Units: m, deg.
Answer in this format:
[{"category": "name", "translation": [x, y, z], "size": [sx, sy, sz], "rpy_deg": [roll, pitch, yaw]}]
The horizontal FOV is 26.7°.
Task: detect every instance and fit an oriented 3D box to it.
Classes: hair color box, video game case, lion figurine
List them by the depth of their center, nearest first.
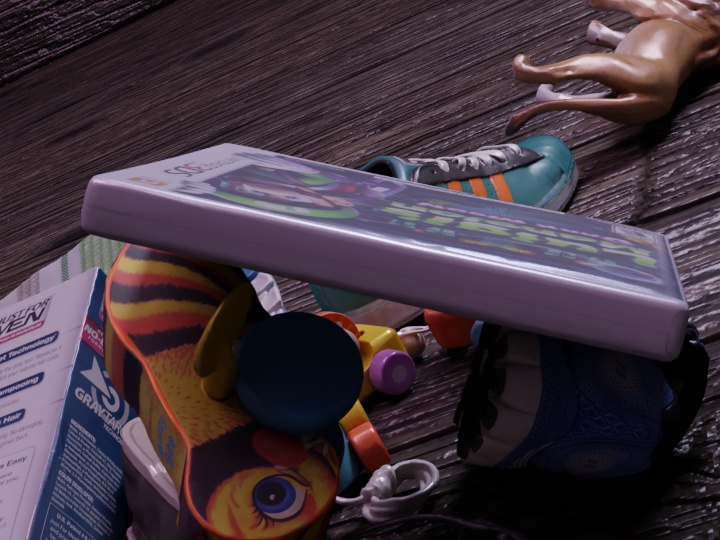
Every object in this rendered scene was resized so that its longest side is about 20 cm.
[{"category": "video game case", "translation": [0.019, -0.014, 0.570], "size": [0.199, 0.023, 0.182], "rpy_deg": [13, 10, 7]}, {"category": "hair color box", "translation": [-0.161, 0.102, 0.719], "size": [0.100, 0.061, 0.200], "rpy_deg": [-21, 40, 25]}, {"category": "lion figurine", "translation": [0.183, -0.134, 0.960], "size": [0.122, 0.073, 0.200], "rpy_deg": [16, 50, 26]}]

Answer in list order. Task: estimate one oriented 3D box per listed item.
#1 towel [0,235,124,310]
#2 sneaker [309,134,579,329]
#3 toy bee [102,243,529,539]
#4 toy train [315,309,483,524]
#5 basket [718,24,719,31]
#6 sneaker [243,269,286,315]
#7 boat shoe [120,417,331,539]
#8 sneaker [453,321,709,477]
[{"category": "towel", "translation": [-0.150, 0.040, 0.848], "size": [0.200, 0.031, 0.149], "rpy_deg": [-33, 40, 17]}, {"category": "sneaker", "translation": [0.048, -0.040, 0.874], "size": [0.200, 0.080, 0.071], "rpy_deg": [-36, 20, -32]}, {"category": "toy bee", "translation": [-0.042, 0.063, 0.541], "size": [0.109, 0.131, 0.200], "rpy_deg": [-30, 41, -32]}, {"category": "toy train", "translation": [0.013, 0.045, 0.736], "size": [0.150, 0.056, 0.200], "rpy_deg": [-16, 21, 35]}, {"category": "basket", "translation": [0.234, -0.074, 0.596], "size": [0.149, 0.143, 0.200], "rpy_deg": [-20, 20, 25]}, {"category": "sneaker", "translation": [-0.067, 0.032, 0.870], "size": [0.075, 0.087, 0.200], "rpy_deg": [-28, 41, 8]}, {"category": "boat shoe", "translation": [-0.056, 0.122, 0.635], "size": [0.067, 0.057, 0.200], "rpy_deg": [-7, 21, -20]}, {"category": "sneaker", "translation": [0.088, 0.046, 0.610], "size": [0.089, 0.079, 0.200], "rpy_deg": [17, 10, 2]}]
